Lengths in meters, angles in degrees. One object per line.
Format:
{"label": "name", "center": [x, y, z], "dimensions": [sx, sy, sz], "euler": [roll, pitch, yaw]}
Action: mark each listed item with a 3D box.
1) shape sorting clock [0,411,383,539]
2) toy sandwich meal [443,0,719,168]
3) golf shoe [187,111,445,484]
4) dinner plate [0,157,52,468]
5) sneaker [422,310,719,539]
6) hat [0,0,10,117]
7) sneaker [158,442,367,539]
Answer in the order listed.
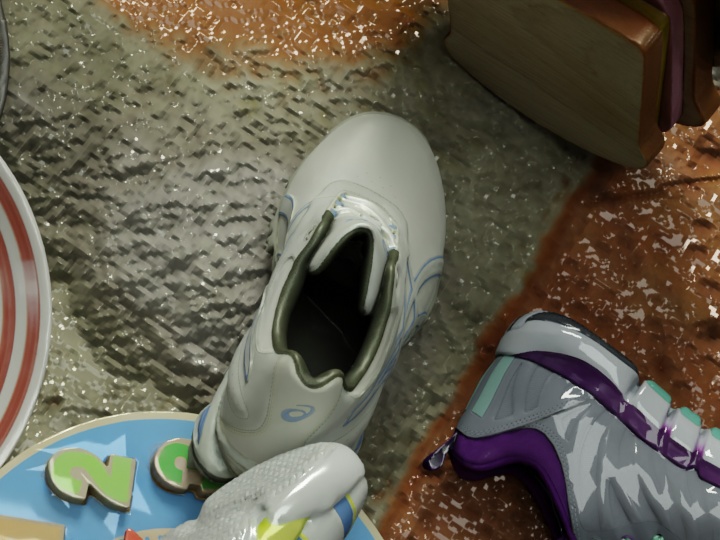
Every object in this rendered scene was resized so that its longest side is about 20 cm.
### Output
{"label": "shape sorting clock", "center": [-0.070, 0.149, 0.803], "dimensions": [0.200, 0.039, 0.200], "euler": [5, 68, -12]}
{"label": "toy sandwich meal", "center": [0.080, -0.125, 0.868], "dimensions": [0.205, 0.205, 0.070], "euler": [35, 79, 1]}
{"label": "golf shoe", "center": [0.000, 0.000, 0.840], "dimensions": [0.078, 0.097, 0.200], "euler": [22, 52, -6]}
{"label": "dinner plate", "center": [-0.217, 0.016, 0.801], "dimensions": [0.200, 0.024, 0.201], "euler": [0, 90, -18]}
{"label": "sneaker", "center": [0.125, 0.105, 0.863], "dimensions": [0.200, 0.074, 0.088], "euler": [35, 78, 11]}
{"label": "hat", "center": [-0.236, -0.104, 0.837], "dimensions": [0.200, 0.081, 0.201], "euler": [5, 69, -12]}
{"label": "sneaker", "center": [-0.051, 0.157, 0.751], "dimensions": [0.200, 0.076, 0.105], "euler": [-45, 103, -7]}
